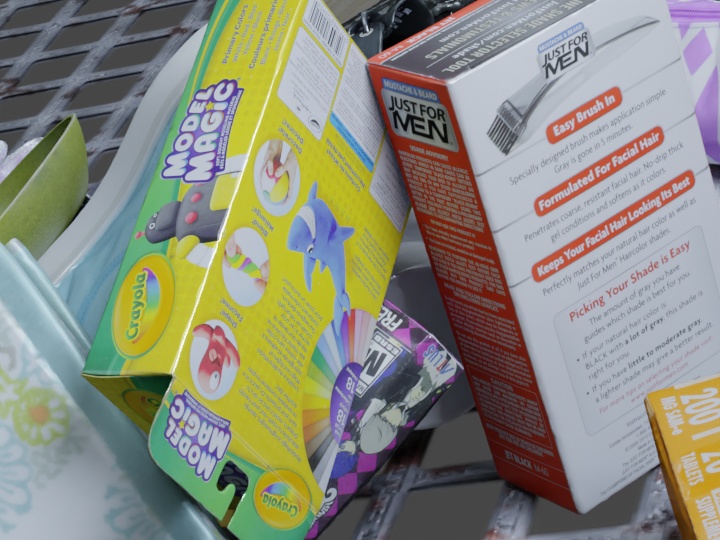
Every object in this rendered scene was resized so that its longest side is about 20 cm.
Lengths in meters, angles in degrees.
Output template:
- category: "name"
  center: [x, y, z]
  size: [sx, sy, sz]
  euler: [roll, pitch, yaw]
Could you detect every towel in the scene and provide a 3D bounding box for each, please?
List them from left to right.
- category: "towel"
  center: [-0.156, 0.100, 0.931]
  size: [0.171, 0.200, 0.048]
  euler: [-37, -14, -1]

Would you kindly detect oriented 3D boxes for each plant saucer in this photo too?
- category: "plant saucer"
  center: [-0.188, 0.012, 1.129]
  size: [0.200, 0.031, 0.200]
  euler: [-46, 11, 12]

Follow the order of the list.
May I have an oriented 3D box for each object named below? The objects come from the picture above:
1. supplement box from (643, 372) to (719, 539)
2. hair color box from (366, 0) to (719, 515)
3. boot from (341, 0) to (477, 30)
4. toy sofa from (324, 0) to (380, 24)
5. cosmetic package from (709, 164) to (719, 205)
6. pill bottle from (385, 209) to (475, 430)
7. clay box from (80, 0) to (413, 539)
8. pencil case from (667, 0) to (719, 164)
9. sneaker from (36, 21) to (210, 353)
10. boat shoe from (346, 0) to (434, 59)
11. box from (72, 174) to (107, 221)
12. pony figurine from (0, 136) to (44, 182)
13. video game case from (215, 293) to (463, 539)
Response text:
- category: "supplement box"
  center: [0.214, 0.074, 0.872]
  size: [0.200, 0.074, 0.126]
  euler: [-16, 25, 4]
- category: "hair color box"
  center: [0.088, -0.016, 0.993]
  size: [0.111, 0.200, 0.064]
  euler: [-30, 28, -25]
- category: "boot"
  center: [0.085, -0.116, 1.289]
  size: [0.158, 0.211, 0.079]
  euler: [-40, 52, 14]
- category: "toy sofa"
  center: [0.039, -0.185, 1.332]
  size: [0.200, 0.098, 0.083]
  euler: [-38, 41, 18]
- category: "cosmetic package"
  center: [0.166, -0.037, 1.161]
  size: [0.151, 0.052, 0.200]
  euler: [-12, 25, 18]
- category: "pill bottle"
  center: [0.000, 0.000, 1.128]
  size: [0.109, 0.109, 0.200]
  euler: [-22, 25, -8]
- category: "clay box"
  center: [-0.040, 0.004, 0.929]
  size: [0.048, 0.115, 0.200]
  euler: [1, 60, 32]
- category: "pencil case"
  center: [0.148, -0.094, 1.132]
  size: [0.200, 0.086, 0.084]
  euler: [6, 48, 44]
- category: "sneaker"
  center: [-0.064, -0.017, 0.995]
  size: [0.082, 0.074, 0.200]
  euler: [33, 89, 39]
- category: "boat shoe"
  center: [0.025, -0.095, 1.151]
  size: [0.199, 0.066, 0.074]
  euler: [26, 21, 33]
- category: "box"
  center: [-0.099, -0.038, 1.266]
  size: [0.200, 0.038, 0.137]
  euler: [-46, -5, -46]
- category: "pony figurine"
  center: [-0.282, -0.064, 1.388]
  size: [0.193, 0.167, 0.200]
  euler: [-34, -9, 2]
- category: "video game case"
  center: [-0.081, 0.056, 1.022]
  size: [0.181, 0.036, 0.200]
  euler: [-48, 47, -5]
